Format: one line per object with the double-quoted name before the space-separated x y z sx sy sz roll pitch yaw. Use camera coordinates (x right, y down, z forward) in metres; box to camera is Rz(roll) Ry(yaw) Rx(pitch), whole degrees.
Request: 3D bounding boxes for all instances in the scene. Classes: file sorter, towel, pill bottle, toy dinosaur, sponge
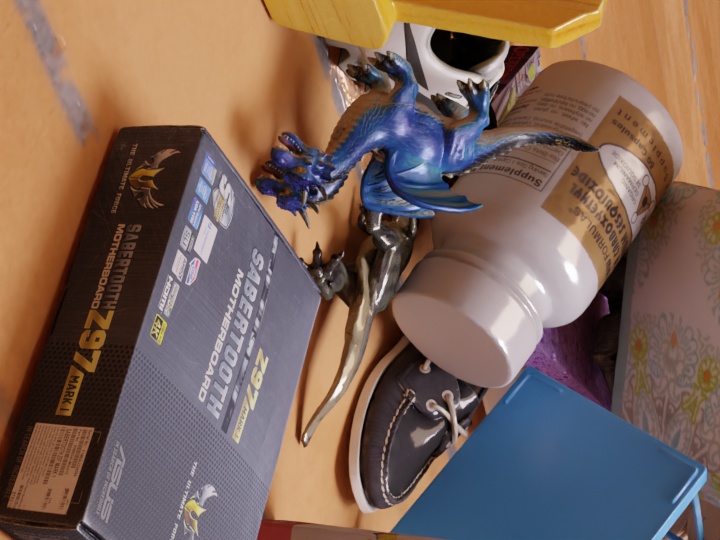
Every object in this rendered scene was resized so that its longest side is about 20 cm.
"file sorter" 0.111 0.195 1.046 0.200 0.139 0.123 -48 145 -19
"towel" 0.230 0.050 1.058 0.048 0.171 0.201 0 101 -25
"pill bottle" 0.111 -0.028 1.042 0.200 0.114 0.114 -52 142 -24
"toy dinosaur" 0.000 0.000 0.972 0.088 0.047 0.200 73 33 -50
"sponge" 0.152 0.040 1.178 0.200 0.030 0.112 43 43 -51

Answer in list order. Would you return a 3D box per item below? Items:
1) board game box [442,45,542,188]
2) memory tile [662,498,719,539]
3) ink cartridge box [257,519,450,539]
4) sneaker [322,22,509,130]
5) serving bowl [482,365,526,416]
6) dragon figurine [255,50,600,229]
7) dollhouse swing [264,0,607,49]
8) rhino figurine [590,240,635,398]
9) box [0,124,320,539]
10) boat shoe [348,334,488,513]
"board game box" 0.099 -0.076 1.209 0.200 0.032 0.120 -51 142 -53
"memory tile" 0.242 0.119 1.108 0.017 0.200 0.154 16 91 -27
"ink cartridge box" 0.026 0.197 0.854 0.067 0.200 0.117 22 72 -65
"sneaker" 0.058 -0.118 1.015 0.200 0.088 0.074 36 57 -57
"serving bowl" 0.135 0.075 1.237 0.200 0.066 0.201 31 55 -58
"dragon figurine" 0.034 -0.059 0.920 0.200 0.059 0.100 16 78 -28
"dollhouse swing" 0.044 -0.239 0.885 0.182 0.175 0.200 64 37 -47
"rhino figurine" 0.188 -0.007 1.166 0.087 0.060 0.201 21 69 -56
"box" -0.087 0.057 0.770 0.158 0.051 0.200 59 40 -53
"boat shoe" 0.049 0.082 1.068 0.200 0.060 0.074 -56 140 -50
